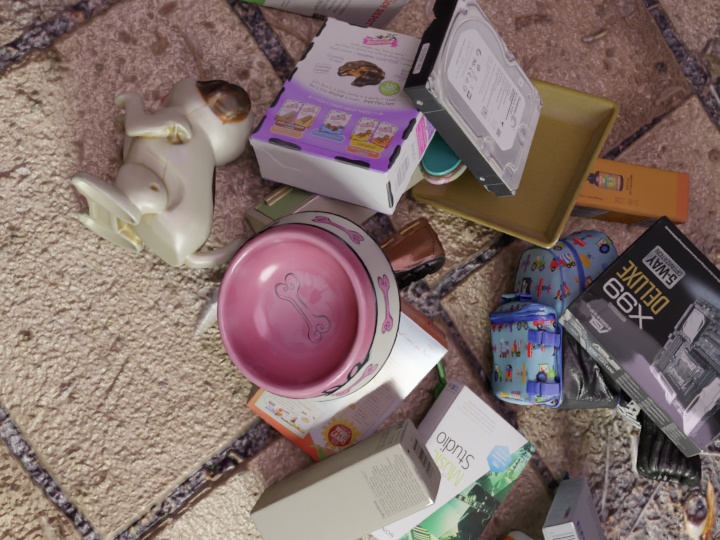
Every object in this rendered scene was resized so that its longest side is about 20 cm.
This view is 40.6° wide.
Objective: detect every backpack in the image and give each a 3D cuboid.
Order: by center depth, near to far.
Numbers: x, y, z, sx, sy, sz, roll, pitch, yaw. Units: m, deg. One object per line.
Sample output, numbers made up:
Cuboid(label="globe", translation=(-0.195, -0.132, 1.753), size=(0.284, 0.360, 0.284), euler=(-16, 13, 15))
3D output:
Cuboid(label="backpack", translation=(0.232, 0.054, 1.148), size=(0.132, 0.182, 0.204), euler=(1, 90, -13))

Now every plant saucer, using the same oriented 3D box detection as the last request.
Cuboid(label="plant saucer", translation=(0.189, -0.134, 1.182), size=(0.198, 0.049, 0.202), euler=(22, 76, 28))

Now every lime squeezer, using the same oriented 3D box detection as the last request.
Cuboid(label="lime squeezer", translation=(0.086, 0.165, 1.177), size=(0.069, 0.038, 0.204), euler=(9, 82, 15))

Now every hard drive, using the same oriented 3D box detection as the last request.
Cuboid(label="hard drive", translation=(0.132, -0.195, 1.082), size=(0.200, 0.037, 0.142), euler=(44, 58, -41))

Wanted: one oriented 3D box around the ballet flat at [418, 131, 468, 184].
Cuboid(label="ballet flat", translation=(0.102, -0.168, 1.159), size=(0.068, 0.072, 0.203), euler=(-2, 55, 6))

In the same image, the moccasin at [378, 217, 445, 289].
Cuboid(label="moccasin", translation=(0.000, -0.001, 1.133), size=(0.199, 0.074, 0.079), euler=(-29, 71, 0))

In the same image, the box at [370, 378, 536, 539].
Cuboid(label="box", translation=(0.104, 0.250, 1.141), size=(0.144, 0.036, 0.201), euler=(40, 81, -27))

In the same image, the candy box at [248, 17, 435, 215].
Cuboid(label="candy box", translation=(-0.002, -0.177, 1.087), size=(0.165, 0.072, 0.202), euler=(17, 59, 20))

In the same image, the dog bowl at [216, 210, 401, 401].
Cuboid(label="dog bowl", translation=(-0.061, 0.040, 1.007), size=(0.196, 0.074, 0.204), euler=(1, 94, 19))

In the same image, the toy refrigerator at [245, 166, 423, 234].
Cuboid(label="toy refrigerator", translation=(-0.029, -0.091, 1.123), size=(0.199, 0.076, 0.071), euler=(-37, 123, -17))

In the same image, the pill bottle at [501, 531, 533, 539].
Cuboid(label="pill bottle", translation=(0.149, 0.411, 1.129), size=(0.199, 0.109, 0.110), euler=(-41, 98, -17))

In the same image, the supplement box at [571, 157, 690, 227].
Cuboid(label="supplement box", translation=(0.324, -0.102, 1.256), size=(0.196, 0.069, 0.068), euler=(8, 82, -19))

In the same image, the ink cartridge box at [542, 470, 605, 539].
Cuboid(label="ink cartridge box", translation=(0.273, 0.354, 1.138), size=(0.043, 0.200, 0.200), euler=(-17, 92, 22))

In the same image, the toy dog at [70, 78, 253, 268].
Cuboid(label="toy dog", translation=(-0.191, -0.120, 1.046), size=(0.191, 0.140, 0.202), euler=(26, 69, 6))

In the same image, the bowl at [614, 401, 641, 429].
Cuboid(label="bowl", translation=(0.354, 0.116, 1.216), size=(0.198, 0.093, 0.205), euler=(8, 79, -42))

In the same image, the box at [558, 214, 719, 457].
Cuboid(label="box", translation=(0.335, 0.068, 1.035), size=(0.157, 0.050, 0.200), euler=(-39, 77, -12))

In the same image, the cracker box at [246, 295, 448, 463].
Cuboid(label="cracker box", translation=(-0.015, 0.109, 1.086), size=(0.133, 0.058, 0.200), euler=(39, 105, -10))

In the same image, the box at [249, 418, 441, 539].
Cuboid(label="box", translation=(-0.016, 0.245, 1.059), size=(0.198, 0.068, 0.083), euler=(-27, 98, 18))

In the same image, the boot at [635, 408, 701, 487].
Cuboid(label="boot", translation=(0.382, 0.168, 1.113), size=(0.209, 0.079, 0.161), euler=(14, 69, -35))

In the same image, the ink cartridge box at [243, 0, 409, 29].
Cuboid(label="ink cartridge box", translation=(-0.043, -0.356, 1.117), size=(0.196, 0.145, 0.086), euler=(8, 81, -17))
